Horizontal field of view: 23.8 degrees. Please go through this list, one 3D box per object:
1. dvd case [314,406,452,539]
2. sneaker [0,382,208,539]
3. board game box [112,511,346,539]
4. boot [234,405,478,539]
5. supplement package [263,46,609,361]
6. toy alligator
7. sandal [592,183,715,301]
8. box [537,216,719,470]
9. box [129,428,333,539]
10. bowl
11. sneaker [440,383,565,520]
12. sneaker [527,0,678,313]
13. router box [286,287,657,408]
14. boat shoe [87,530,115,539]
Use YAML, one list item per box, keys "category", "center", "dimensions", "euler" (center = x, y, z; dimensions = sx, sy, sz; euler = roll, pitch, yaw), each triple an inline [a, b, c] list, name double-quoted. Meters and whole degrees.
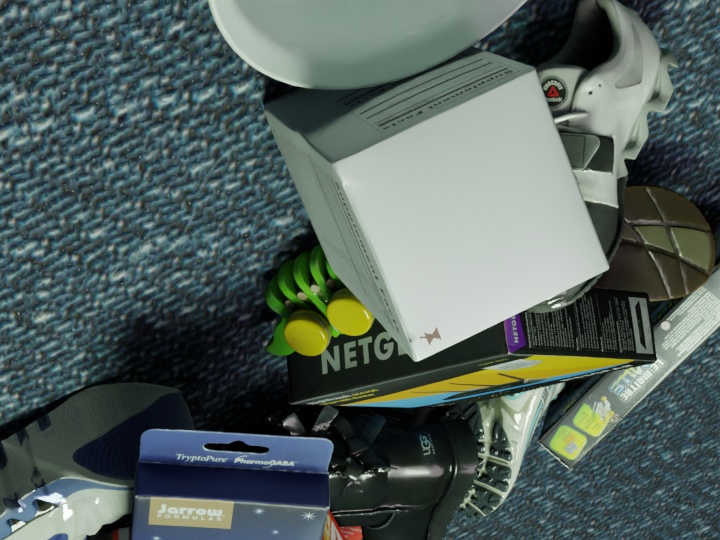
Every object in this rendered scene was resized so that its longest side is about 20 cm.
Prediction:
- category: "dvd case"
  center: [-0.008, 0.156, 1.310]
  dimensions: [0.200, 0.022, 0.146]
  euler: [-44, 143, 22]
- category: "sneaker"
  center: [-0.194, 0.148, 1.126]
  dimensions: [0.198, 0.081, 0.115]
  euler: [-17, 148, -6]
- category: "board game box"
  center: [-0.075, 0.235, 1.230]
  dimensions: [0.150, 0.047, 0.200]
  euler: [-9, 146, 8]
- category: "boot"
  center: [-0.015, 0.170, 1.239]
  dimensions: [0.161, 0.074, 0.199]
  euler: [-2, 143, -19]
- category: "supplement package"
  center: [0.033, -0.046, 0.900]
  dimensions: [0.109, 0.200, 0.114]
  euler: [-25, 107, -6]
- category: "toy alligator"
  center: [0.000, 0.000, 1.059]
  dimensions: [0.199, 0.059, 0.054]
  euler: [-27, 113, 38]
- category: "sandal"
  center: [0.143, -0.016, 1.161]
  dimensions: [0.199, 0.055, 0.082]
  euler: [-8, 101, -9]
- category: "box"
  center: [0.215, 0.051, 1.269]
  dimensions: [0.200, 0.035, 0.110]
  euler: [-49, -176, 25]
- category: "box"
  center: [-0.087, 0.174, 1.086]
  dimensions: [0.120, 0.033, 0.201]
  euler: [4, 136, -7]
- category: "bowl"
  center: [0.005, -0.189, 0.814]
  dimensions: [0.200, 0.091, 0.202]
  euler: [-19, 144, -15]
- category: "sneaker"
  center: [0.115, 0.100, 1.264]
  dimensions: [0.086, 0.078, 0.201]
  euler: [-19, 138, -43]
- category: "sneaker"
  center: [0.119, -0.074, 1.003]
  dimensions: [0.074, 0.201, 0.088]
  euler: [0, 149, 40]
- category: "router box"
  center: [0.070, 0.052, 1.122]
  dimensions: [0.149, 0.051, 0.199]
  euler: [6, 164, -43]
- category: "boat shoe"
  center: [-0.185, 0.238, 1.259]
  dimensions: [0.073, 0.075, 0.200]
  euler: [-6, 152, 11]
